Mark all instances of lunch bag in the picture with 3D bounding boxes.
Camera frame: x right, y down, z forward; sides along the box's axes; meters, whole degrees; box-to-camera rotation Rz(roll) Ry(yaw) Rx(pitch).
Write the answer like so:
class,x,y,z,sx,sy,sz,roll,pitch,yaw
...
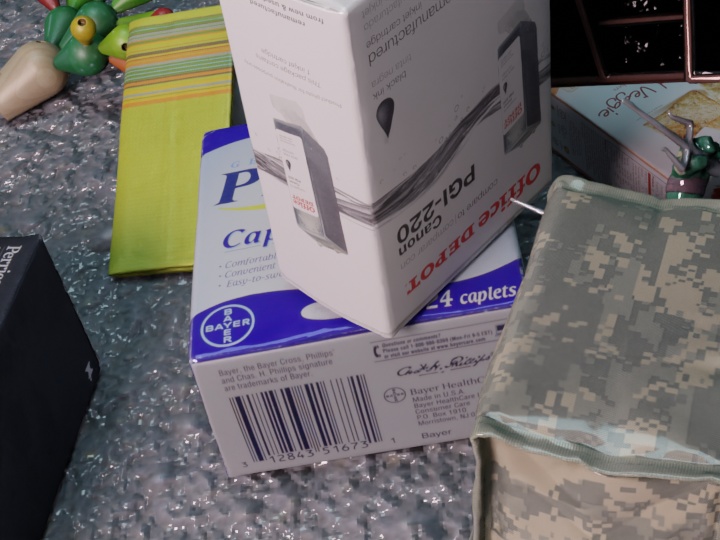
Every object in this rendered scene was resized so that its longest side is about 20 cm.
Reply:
class,x,y,z,sx,sy,sz,roll,pitch,yaw
lunch bag,0.113,0.087,0.576,0.117,0.201,0.164,9,44,17

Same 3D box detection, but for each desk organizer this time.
class,x,y,z,sx,sy,sz,roll,pitch,yaw
desk organizer,0.156,-0.134,0.695,0.199,0.072,0.077,2,12,33

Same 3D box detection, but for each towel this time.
class,x,y,z,sx,sy,sz,roll,pitch,yaw
towel,-0.128,-0.092,0.908,0.085,0.018,0.201,-6,67,16

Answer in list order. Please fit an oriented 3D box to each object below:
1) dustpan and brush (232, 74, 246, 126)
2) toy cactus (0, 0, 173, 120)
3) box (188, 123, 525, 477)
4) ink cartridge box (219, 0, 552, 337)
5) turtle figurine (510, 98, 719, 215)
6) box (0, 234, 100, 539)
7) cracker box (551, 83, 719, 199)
class,x,y,z,sx,sy,sz,roll,pitch,yaw
dustpan and brush,-0.072,-0.122,0.958,0.139,0.057,0.200,-25,34,7
toy cactus,-0.230,-0.188,1.035,0.165,0.102,0.200,-41,43,-4
box,0.000,0.000,0.766,0.183,0.105,0.201,-10,42,4
ink cartridge box,0.020,-0.090,0.630,0.085,0.201,0.146,30,57,30
turtle figurine,0.170,-0.006,0.689,0.199,0.101,0.150,24,44,1
box,-0.277,0.092,0.736,0.195,0.124,0.201,-1,44,11
cracker box,0.219,-0.091,0.835,0.133,0.058,0.200,-29,45,-15
